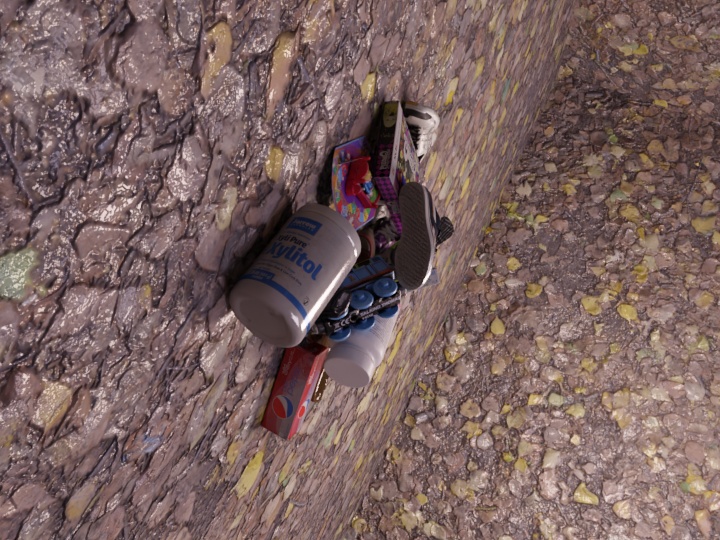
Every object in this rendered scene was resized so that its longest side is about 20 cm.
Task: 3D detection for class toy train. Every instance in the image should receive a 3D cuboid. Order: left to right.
[{"bbox_3d":[-0.013,0.054,1.225,0.199,0.114,0.087,-23,135,-18],"label":"toy train"}]

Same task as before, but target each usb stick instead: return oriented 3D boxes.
[{"bbox_3d":[-0.077,0.055,1.109,0.199,0.033,0.056,-5,-130,60],"label":"usb stick"}]

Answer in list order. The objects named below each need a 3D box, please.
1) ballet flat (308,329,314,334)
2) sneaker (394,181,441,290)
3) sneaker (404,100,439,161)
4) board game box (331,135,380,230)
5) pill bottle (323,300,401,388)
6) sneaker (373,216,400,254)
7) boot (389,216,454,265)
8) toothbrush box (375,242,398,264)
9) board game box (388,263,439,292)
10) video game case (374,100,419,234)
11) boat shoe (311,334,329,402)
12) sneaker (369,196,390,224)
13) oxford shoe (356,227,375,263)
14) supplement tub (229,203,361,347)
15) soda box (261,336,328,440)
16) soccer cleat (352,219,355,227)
[{"bbox_3d":[-0.079,0.107,1.324,0.073,0.072,0.200,-66,165,0],"label":"ballet flat"},{"bbox_3d":[0.113,-0.063,1.229,0.079,0.078,0.202,8,85,-64],"label":"sneaker"},{"bbox_3d":[0.126,-0.295,1.421,0.088,0.075,0.200,-64,163,-8],"label":"sneaker"},{"bbox_3d":[0.009,-0.158,1.184,0.200,0.039,0.160,-40,126,-59],"label":"board game box"},{"bbox_3d":[0.004,0.124,1.291,0.114,0.112,0.201,95,14,-49],"label":"pill bottle"},{"bbox_3d":[0.083,-0.095,1.465,0.114,0.073,0.200,-45,180,-38],"label":"sneaker"},{"bbox_3d":[0.119,-0.051,1.503,0.199,0.068,0.130,-35,-172,-32],"label":"boot"},{"bbox_3d":[0.099,-0.025,1.689,0.200,0.085,0.147,-39,148,-57],"label":"toothbrush box"},{"bbox_3d":[0.082,0.016,1.465,0.200,0.133,0.035,-149,-137,-76],"label":"board game box"},{"bbox_3d":[0.076,-0.200,1.286,0.200,0.035,0.183,60,34,-56],"label":"video game case"},{"bbox_3d":[-0.090,0.183,1.410,0.072,0.064,0.202,61,45,-61],"label":"boat shoe"},{"bbox_3d":[0.055,-0.156,1.414,0.200,0.066,0.091,-39,155,-56],"label":"sneaker"},{"bbox_3d":[0.000,0.000,1.436,0.075,0.070,0.202,-53,162,-59],"label":"oxford shoe"},{"bbox_3d":[-0.099,0.007,1.008,0.201,0.131,0.133,-57,162,-34],"label":"supplement tub"},{"bbox_3d":[-0.135,0.239,1.322,0.063,0.070,0.202,-23,134,-66],"label":"soda box"},{"bbox_3d":[-0.055,-0.026,1.248,0.073,0.068,0.201,-34,148,-32],"label":"soccer cleat"}]
